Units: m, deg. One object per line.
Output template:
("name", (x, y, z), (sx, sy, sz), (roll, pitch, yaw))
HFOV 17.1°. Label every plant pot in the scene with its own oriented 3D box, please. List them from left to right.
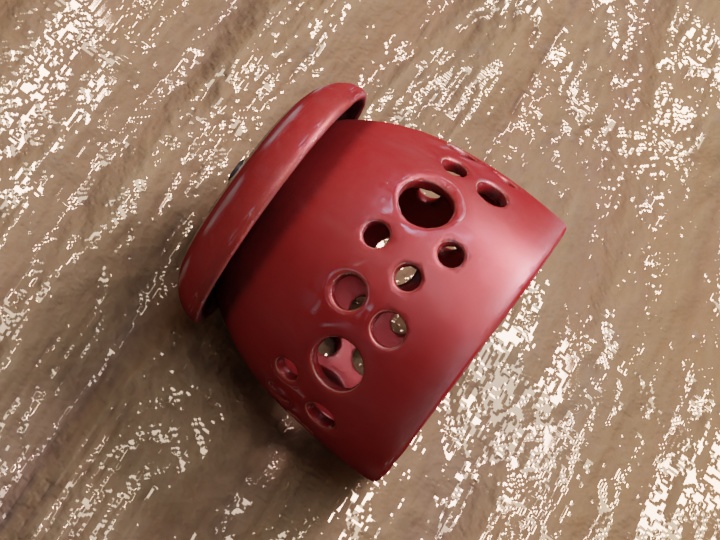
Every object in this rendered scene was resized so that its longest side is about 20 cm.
("plant pot", (0.000, 0.000, 1.479), (0.182, 0.201, 0.201), (36, 57, 5))
